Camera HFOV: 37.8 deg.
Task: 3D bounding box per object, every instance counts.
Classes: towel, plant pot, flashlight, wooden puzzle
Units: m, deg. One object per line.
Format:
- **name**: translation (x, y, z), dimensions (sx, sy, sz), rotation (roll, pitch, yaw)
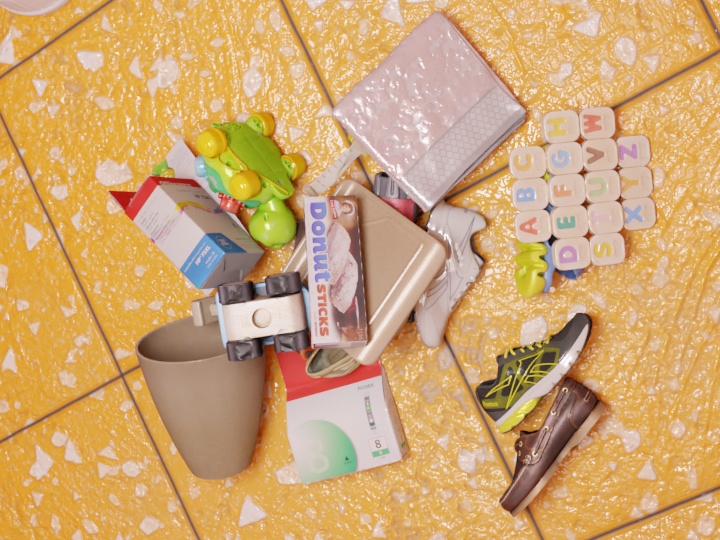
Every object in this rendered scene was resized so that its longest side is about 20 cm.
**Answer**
- **towel**: translation (0.093, -0.209, 1.390), dimensions (0.200, 0.032, 0.191), rotation (-43, 89, -6)
- **plant pot**: translation (-0.212, 0.188, 1.508), dimensions (0.185, 0.187, 0.203), rotation (-2, 108, 18)
- **flashlight**: translation (0.045, -0.033, 1.453), dimensions (0.067, 0.068, 0.203), rotation (1, 102, -20)
- **wooden puzzle**: translation (0.000, 0.000, 1.399), dimensions (0.199, 0.037, 0.186), rotation (38, 96, 34)

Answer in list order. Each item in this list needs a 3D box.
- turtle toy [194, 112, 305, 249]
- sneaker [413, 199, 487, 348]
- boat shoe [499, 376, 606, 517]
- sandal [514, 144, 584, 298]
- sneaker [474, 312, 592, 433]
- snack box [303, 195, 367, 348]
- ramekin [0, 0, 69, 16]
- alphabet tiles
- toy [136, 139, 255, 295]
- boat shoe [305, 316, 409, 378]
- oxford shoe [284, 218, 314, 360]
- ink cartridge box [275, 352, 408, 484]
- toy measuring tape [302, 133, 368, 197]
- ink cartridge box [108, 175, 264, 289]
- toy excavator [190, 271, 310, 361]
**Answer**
- **turtle toy**: translation (-0.154, -0.125, 1.476), dimensions (0.201, 0.145, 0.101), rotation (53, 129, 7)
- **sneaker**: translation (0.121, 0.009, 1.428), dimensions (0.086, 0.074, 0.203), rotation (11, 100, 10)
- **boat shoe**: translation (0.243, 0.235, 1.412), dimensions (0.070, 0.070, 0.201), rotation (36, 96, 4)
- **sandal**: translation (0.253, -0.064, 1.384), dimensions (0.086, 0.079, 0.203), rotation (3, 92, -14)
- **sneaker**: translation (0.227, 0.126, 1.402), dimensions (0.084, 0.074, 0.201), rotation (41, 106, 10)
- **snack box**: translation (-0.034, 0.000, 1.362), dimensions (0.071, 0.024, 0.203), rotation (-3, 69, -5)
- **ramekin**: translation (-0.510, -0.486, 1.566), dimensions (0.199, 0.094, 0.206), rotation (2, 96, 17)
- **alphabet tiles**: translation (0.285, -0.105, 1.342), dimensions (0.193, 0.015, 0.203), rotation (-6, 93, -11)
- **toy**: translation (-0.235, -0.079, 1.544), dimensions (0.115, 0.047, 0.201), rotation (-43, 77, 23)
- **boat shoe**: translation (-0.002, 0.078, 1.432), dimensions (0.201, 0.063, 0.074), rotation (-45, 70, 32)
- **oxford shoe**: translation (-0.072, 0.025, 1.500), dimensions (0.072, 0.071, 0.203), rotation (11, 92, 33)
- **ink cartridge box**: translation (-0.035, 0.190, 1.508), dimensions (0.159, 0.050, 0.203), rotation (-17, 92, 18)
- **toy measuring tape**: translation (-0.011, -0.184, 1.438), dimensions (0.200, 0.074, 0.074), rotation (-45, 82, 0)
- **ink cartridge box**: translation (-0.241, -0.066, 1.457), dimensions (0.200, 0.116, 0.067), rotation (44, 107, 15)
- **toy excavator**: translation (-0.151, 0.058, 1.430), dimensions (0.192, 0.200, 0.101), rotation (-9, 94, 6)
